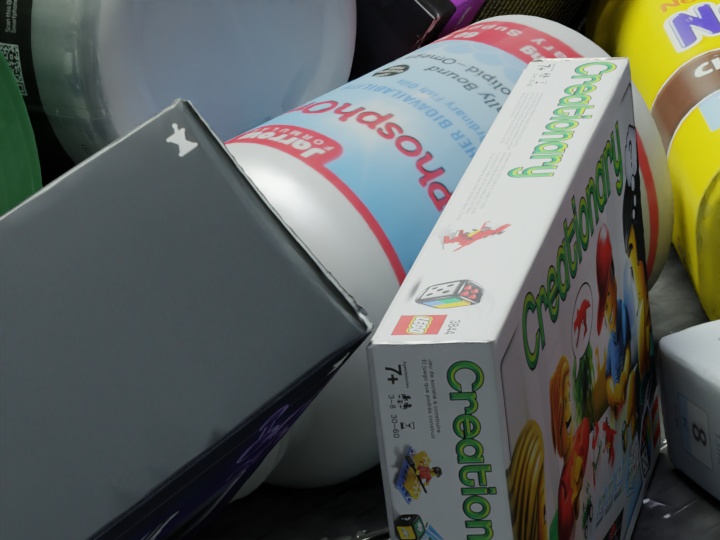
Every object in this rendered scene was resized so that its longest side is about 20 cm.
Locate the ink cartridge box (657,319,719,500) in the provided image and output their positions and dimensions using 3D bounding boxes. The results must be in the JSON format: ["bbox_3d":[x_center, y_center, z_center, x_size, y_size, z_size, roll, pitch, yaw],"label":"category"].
[{"bbox_3d":[0.198,0.047,0.810,0.159,0.048,0.200,-15,21,-19],"label":"ink cartridge box"}]

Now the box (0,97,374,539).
[{"bbox_3d":[-0.109,0.064,0.689,0.200,0.079,0.141,-37,-10,-30],"label":"box"}]

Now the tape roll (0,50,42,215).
[{"bbox_3d":[-0.178,-0.001,0.838,0.048,0.202,0.200,11,28,40],"label":"tape roll"}]

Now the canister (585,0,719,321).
[{"bbox_3d":[0.165,-0.050,1.008,0.147,0.087,0.200,-7,24,-2],"label":"canister"}]

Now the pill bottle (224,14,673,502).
[{"bbox_3d":[0.000,0.000,0.903,0.108,0.109,0.200,13,30,40],"label":"pill bottle"}]

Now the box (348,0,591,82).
[{"bbox_3d":[0.041,-0.086,1.074,0.036,0.143,0.200,45,41,12],"label":"box"}]

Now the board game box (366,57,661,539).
[{"bbox_3d":[0.046,0.035,0.782,0.034,0.127,0.200,-1,23,15],"label":"board game box"}]

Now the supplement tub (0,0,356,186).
[{"bbox_3d":[-0.108,-0.090,0.991,0.199,0.123,0.122,11,28,43],"label":"supplement tub"}]

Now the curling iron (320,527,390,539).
[{"bbox_3d":[-0.070,0.109,0.778,0.199,0.026,0.050,-18,3,-14],"label":"curling iron"}]
